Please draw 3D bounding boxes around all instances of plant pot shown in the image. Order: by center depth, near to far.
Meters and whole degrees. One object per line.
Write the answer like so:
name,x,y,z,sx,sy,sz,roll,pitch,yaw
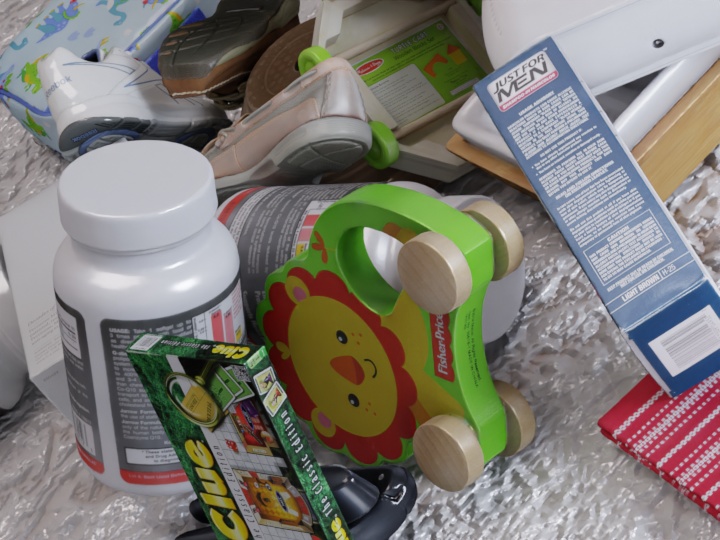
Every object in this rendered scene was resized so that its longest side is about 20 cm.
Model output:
plant pot,-0.017,-0.120,1.748,0.201,0.093,0.201,-23,38,19

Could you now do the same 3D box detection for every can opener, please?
can opener,-0.043,0.148,1.507,0.200,0.079,0.063,-14,34,49

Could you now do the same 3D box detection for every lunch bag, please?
lunch bag,-0.197,-0.181,1.978,0.200,0.082,0.161,-47,36,-12

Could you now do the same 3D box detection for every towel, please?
towel,0.238,0.082,1.365,0.145,0.022,0.200,-44,36,-7

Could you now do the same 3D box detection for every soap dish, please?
soap dish,0.173,-0.116,1.587,0.200,0.081,0.157,-46,36,-11

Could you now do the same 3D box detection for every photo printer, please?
photo printer,0.170,-0.192,1.543,0.200,0.069,0.167,-21,39,22

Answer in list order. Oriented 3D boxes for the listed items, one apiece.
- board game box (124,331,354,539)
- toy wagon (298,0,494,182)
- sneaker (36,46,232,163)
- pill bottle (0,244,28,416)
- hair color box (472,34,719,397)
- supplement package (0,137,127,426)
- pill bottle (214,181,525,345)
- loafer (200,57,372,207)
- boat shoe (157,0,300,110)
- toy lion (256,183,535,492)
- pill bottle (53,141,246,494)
board game box,-0.060,0.126,1.425,0.105,0.200,0.023,6,39,46
toy wagon,0.030,-0.155,1.681,0.155,0.040,0.200,-29,72,-32
sneaker,-0.165,-0.127,1.811,0.074,0.200,0.087,-33,73,22
pill bottle,-0.319,0.074,1.776,0.200,0.116,0.116,-34,36,7
hair color box,0.146,-0.032,1.416,0.060,0.100,0.200,-32,55,7
supplement package,-0.167,0.023,1.699,0.117,0.117,0.200,-33,37,7
pill bottle,0.000,0.000,1.580,0.200,0.116,0.116,-1,50,41
loafer,-0.058,-0.086,1.656,0.200,0.072,0.063,-24,64,52
boat shoe,-0.089,-0.158,1.821,0.075,0.074,0.200,-2,20,22
toy lion,0.011,0.036,1.473,0.191,0.200,0.069,22,40,38
pill bottle,-0.130,0.030,1.511,0.116,0.200,0.116,-3,31,2
